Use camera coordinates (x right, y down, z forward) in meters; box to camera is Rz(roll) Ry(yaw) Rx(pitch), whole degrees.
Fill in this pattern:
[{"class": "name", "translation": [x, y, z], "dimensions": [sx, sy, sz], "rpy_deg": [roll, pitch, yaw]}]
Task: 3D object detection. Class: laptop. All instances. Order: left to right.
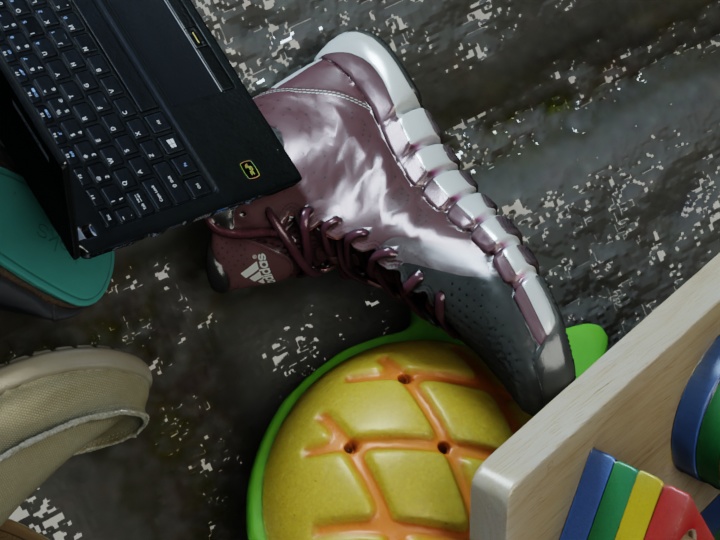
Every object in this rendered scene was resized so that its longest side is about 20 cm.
[{"class": "laptop", "translation": [-0.108, -0.107, 0.967], "dimensions": [0.199, 0.103, 0.178], "rpy_deg": [-21, 75, -47]}]

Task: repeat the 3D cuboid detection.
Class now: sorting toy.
[{"class": "sorting toy", "translation": [0.131, 0.120, 1.077], "dimensions": [0.200, 0.069, 0.200], "rpy_deg": [-37, 140, -38]}]

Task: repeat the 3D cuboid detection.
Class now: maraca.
[{"class": "maraca", "translation": [0.034, 0.081, 1.096], "dimensions": [0.137, 0.107, 0.200], "rpy_deg": [37, 59, 3]}]

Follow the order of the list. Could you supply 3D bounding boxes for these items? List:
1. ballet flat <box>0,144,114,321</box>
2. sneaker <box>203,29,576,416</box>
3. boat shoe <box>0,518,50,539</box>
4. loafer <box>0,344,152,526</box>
[{"class": "ballet flat", "translation": [-0.173, -0.036, 0.989], "dimensions": [0.200, 0.073, 0.073], "rpy_deg": [42, 71, -50]}, {"class": "sneaker", "translation": [0.000, 0.000, 1.070], "dimensions": [0.115, 0.076, 0.201], "rpy_deg": [-26, 58, -11]}, {"class": "boat shoe", "translation": [-0.100, 0.179, 1.056], "dimensions": [0.200, 0.065, 0.072], "rpy_deg": [41, 82, 0]}, {"class": "loafer", "translation": [-0.162, 0.085, 1.004], "dimensions": [0.199, 0.076, 0.069], "rpy_deg": [-19, 80, -35]}]
